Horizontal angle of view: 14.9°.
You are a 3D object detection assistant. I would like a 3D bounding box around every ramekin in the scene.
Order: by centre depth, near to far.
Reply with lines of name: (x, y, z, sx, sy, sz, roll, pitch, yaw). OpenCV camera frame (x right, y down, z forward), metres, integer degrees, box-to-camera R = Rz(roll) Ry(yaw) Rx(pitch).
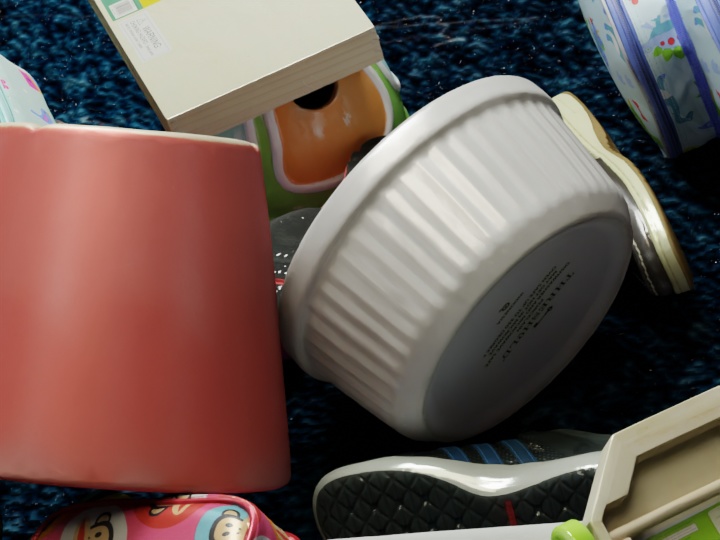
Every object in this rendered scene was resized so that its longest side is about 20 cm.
ramekin: (0.058, 0.002, 1.470, 0.202, 0.203, 0.094, -37, 62, -20)

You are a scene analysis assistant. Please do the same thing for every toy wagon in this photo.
toy wagon: (0.187, 0.154, 1.275, 0.154, 0.040, 0.201, -23, 72, -19)

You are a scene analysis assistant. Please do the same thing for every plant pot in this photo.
plant pot: (-0.128, 0.017, 1.429, 0.199, 0.179, 0.200, 4, 0, 0)

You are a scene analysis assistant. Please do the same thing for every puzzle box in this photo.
puzzle box: (-0.081, -0.154, 1.631, 0.132, 0.026, 0.200, -25, 39, -6)

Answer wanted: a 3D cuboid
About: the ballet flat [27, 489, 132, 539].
ballet flat: (-0.189, 0.190, 1.459, 0.199, 0.067, 0.067, -33, 62, -19)

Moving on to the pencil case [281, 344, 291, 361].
pencil case: (-0.133, 0.034, 1.599, 0.199, 0.089, 0.089, -13, 39, 5)

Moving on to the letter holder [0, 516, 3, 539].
letter holder: (-0.303, 0.180, 1.499, 0.200, 0.142, 0.101, -36, 73, -21)

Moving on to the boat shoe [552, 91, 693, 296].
boat shoe: (0.132, -0.034, 1.583, 0.065, 0.073, 0.200, -27, 30, -2)

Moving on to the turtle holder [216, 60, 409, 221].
turtle holder: (-0.047, -0.111, 1.691, 0.140, 0.132, 0.186, -16, 39, 5)

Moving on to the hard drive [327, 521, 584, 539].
hard drive: (0.086, 0.181, 1.268, 0.199, 0.026, 0.133, -2, 62, -24)

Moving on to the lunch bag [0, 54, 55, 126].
lunch bag: (-0.273, -0.040, 1.690, 0.200, 0.077, 0.161, -44, 44, 14)

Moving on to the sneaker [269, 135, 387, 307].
sneaker: (0.000, 0.000, 1.563, 0.073, 0.087, 0.200, 11, 33, 30)

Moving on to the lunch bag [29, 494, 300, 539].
lunch bag: (-0.118, 0.211, 1.340, 0.175, 0.082, 0.201, -6, 61, 32)

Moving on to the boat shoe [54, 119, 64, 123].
boat shoe: (-0.179, -0.040, 1.717, 0.064, 0.072, 0.200, 1, 34, -33)

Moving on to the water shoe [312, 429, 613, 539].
water shoe: (0.075, 0.122, 1.437, 0.199, 0.072, 0.079, -3, 14, 22)

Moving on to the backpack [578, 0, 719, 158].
backpack: (0.210, -0.148, 1.595, 0.146, 0.183, 0.200, -29, 46, 1)
